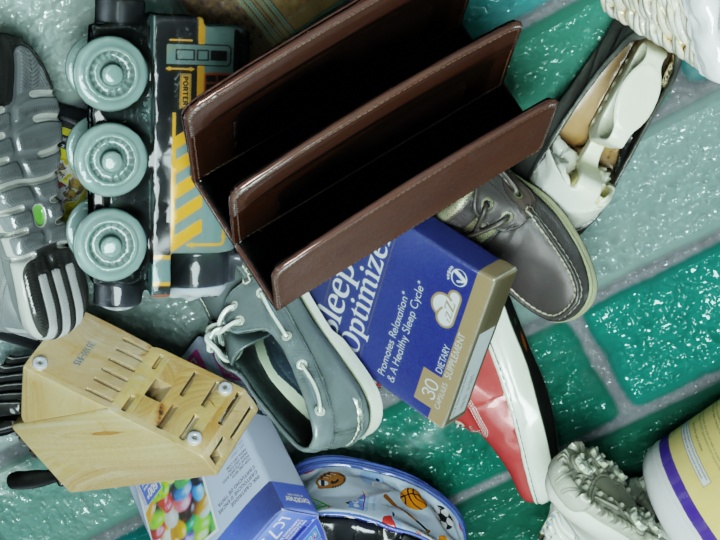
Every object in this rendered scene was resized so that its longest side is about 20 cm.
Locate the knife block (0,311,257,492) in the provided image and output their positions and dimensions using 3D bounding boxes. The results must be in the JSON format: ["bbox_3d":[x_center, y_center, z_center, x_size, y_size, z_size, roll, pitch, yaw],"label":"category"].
[{"bbox_3d":[-0.181,0.117,1.062,0.199,0.064,0.176,24,139,9],"label":"knife block"}]

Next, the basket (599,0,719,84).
[{"bbox_3d":[0.228,-0.234,0.832,0.199,0.161,0.199,-21,114,-12],"label":"basket"}]

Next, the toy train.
[{"bbox_3d":[-0.127,-0.074,0.957,0.113,0.085,0.201,-1,99,-15],"label":"toy train"}]

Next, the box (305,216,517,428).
[{"bbox_3d":[0.000,0.000,0.990,0.200,0.032,0.122,35,127,26],"label":"box"}]

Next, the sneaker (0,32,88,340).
[{"bbox_3d":[-0.253,-0.050,0.997,0.115,0.075,0.201,-4,97,35],"label":"sneaker"}]

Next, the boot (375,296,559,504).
[{"bbox_3d":[0.055,0.088,1.073,0.144,0.072,0.201,-19,104,12],"label":"boot"}]

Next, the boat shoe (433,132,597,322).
[{"bbox_3d":[0.070,-0.042,0.975,0.200,0.065,0.073,48,120,10],"label":"boat shoe"}]

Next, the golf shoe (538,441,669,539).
[{"bbox_3d":[0.160,0.183,1.054,0.097,0.078,0.200,-36,147,12],"label":"golf shoe"}]

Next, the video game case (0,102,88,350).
[{"bbox_3d":[-0.288,-0.050,1.050,0.199,0.026,0.181,17,115,-4],"label":"video game case"}]

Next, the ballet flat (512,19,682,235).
[{"bbox_3d":[0.149,-0.084,0.986,0.068,0.068,0.201,21,115,-9],"label":"ballet flat"}]

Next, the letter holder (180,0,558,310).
[{"bbox_3d":[0.008,-0.085,0.873,0.200,0.142,0.101,-32,78,-11],"label":"letter holder"}]

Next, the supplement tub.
[{"bbox_3d":[0.311,0.132,1.036,0.200,0.146,0.145,-38,108,19],"label":"supplement tub"}]

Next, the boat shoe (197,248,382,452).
[{"bbox_3d":[-0.069,0.039,1.000,0.200,0.062,0.073,49,135,17],"label":"boat shoe"}]

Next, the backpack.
[{"bbox_3d":[-0.008,0.230,1.097,0.199,0.154,0.191,18,124,-13],"label":"backpack"}]

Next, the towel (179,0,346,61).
[{"bbox_3d":[-0.043,-0.235,0.954,0.200,0.022,0.147,-32,110,18],"label":"towel"}]

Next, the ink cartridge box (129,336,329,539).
[{"bbox_3d":[-0.099,0.156,1.048,0.042,0.200,0.119,17,120,-45],"label":"ink cartridge box"}]
